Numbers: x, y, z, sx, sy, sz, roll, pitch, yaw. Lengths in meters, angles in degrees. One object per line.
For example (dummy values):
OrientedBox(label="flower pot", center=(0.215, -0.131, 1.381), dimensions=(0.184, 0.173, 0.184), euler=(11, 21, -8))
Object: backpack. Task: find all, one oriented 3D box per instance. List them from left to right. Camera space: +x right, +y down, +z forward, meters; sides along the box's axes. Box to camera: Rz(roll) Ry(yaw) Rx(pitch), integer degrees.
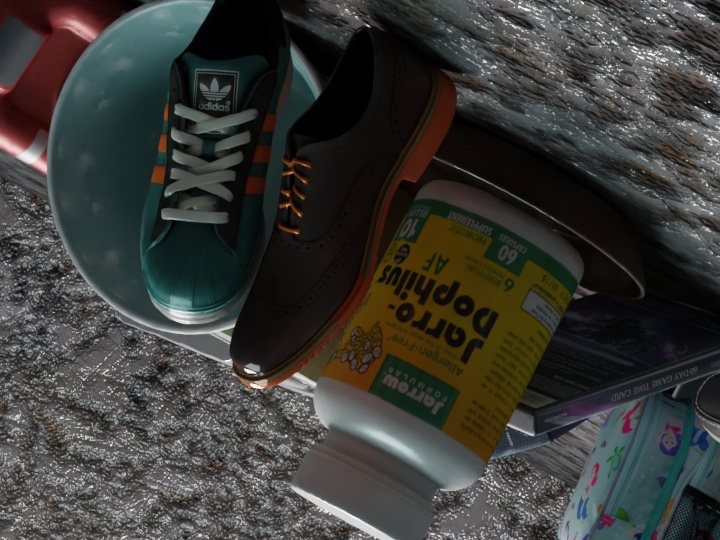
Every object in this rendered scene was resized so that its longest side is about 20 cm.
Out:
OrientedBox(label="backpack", center=(0.235, 0.156, 1.542), dimensions=(0.150, 0.201, 0.178), euler=(32, 179, -2))

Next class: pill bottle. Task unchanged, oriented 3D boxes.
OrientedBox(label="pill bottle", center=(0.041, 0.058, 1.283), dimensions=(0.112, 0.201, 0.113), euler=(28, 171, 5))

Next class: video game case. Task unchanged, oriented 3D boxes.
OrientedBox(label="video game case", center=(0.142, 0.054, 1.402), dimensions=(0.199, 0.019, 0.143), euler=(-15, -159, -33))

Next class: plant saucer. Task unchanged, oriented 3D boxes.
OrientedBox(label="plant saucer", center=(0.092, -0.044, 1.333), dimensions=(0.200, 0.035, 0.200), euler=(29, 174, 3))

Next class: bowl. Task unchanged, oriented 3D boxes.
OrientedBox(label="bowl", center=(-0.082, -0.065, 1.344), dimensions=(0.200, 0.202, 0.105), euler=(26, -167, 22))

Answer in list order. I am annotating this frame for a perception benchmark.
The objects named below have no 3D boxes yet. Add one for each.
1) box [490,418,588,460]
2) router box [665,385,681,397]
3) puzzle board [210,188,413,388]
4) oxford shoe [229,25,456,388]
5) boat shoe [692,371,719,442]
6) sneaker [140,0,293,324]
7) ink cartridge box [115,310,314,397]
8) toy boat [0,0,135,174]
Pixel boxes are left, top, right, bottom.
OrientedBox(label="box", center=(0.103, 0.090, 1.519), dimensions=(0.157, 0.051, 0.200), euler=(-19, -177, 34))
OrientedBox(label="router box", center=(0.239, 0.097, 1.704), dimensions=(0.199, 0.052, 0.157), euler=(30, 174, -11))
OrientedBox(label="puzzle board", center=(0.000, 0.000, 1.415), dimensions=(0.150, 0.200, 0.017), euler=(27, 142, 14))
OrientedBox(label="oxford shoe", center=(-0.025, -0.035, 1.151), dimensions=(0.071, 0.201, 0.072), euler=(14, 164, 46))
OrientedBox(label="boat shoe", center=(0.276, 0.080, 1.372), dimensions=(0.066, 0.072, 0.200), euler=(38, 164, -29))
OrientedBox(label="sneaker", center=(-0.081, -0.071, 1.177), dimensions=(0.071, 0.201, 0.080), euler=(5, 149, 7))
OrientedBox(label="ink cartridge box", center=(-0.062, 0.042, 1.661), dimensions=(0.145, 0.084, 0.200), euler=(17, 175, 42))
OrientedBox(label="toy boat", center=(-0.166, -0.103, 1.464), dimensions=(0.199, 0.131, 0.131), euler=(31, -167, -28))
